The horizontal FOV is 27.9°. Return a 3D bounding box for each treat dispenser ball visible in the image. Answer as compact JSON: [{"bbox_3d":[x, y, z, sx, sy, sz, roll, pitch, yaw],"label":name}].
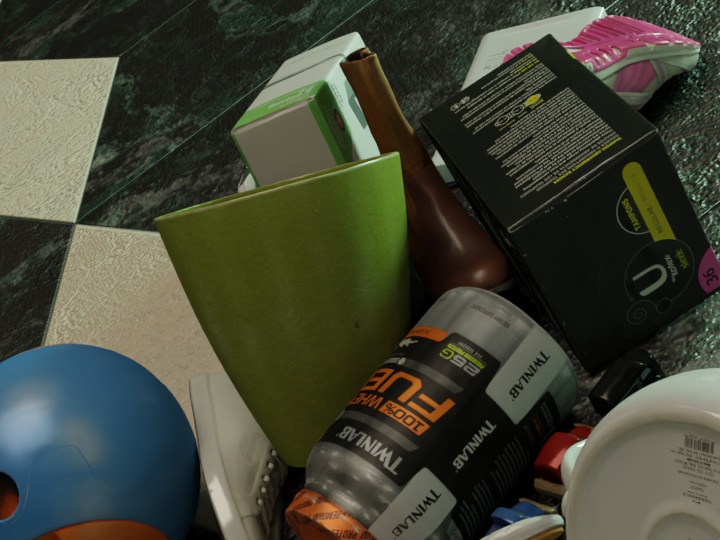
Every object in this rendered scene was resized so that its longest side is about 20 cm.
[{"bbox_3d":[-0.220,0.156,1.088,0.199,0.202,0.202,-22,35,16],"label":"treat dispenser ball"}]

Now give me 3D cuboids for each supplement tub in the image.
[{"bbox_3d":[0.047,0.119,0.980,0.122,0.123,0.200,14,56,49],"label":"supplement tub"}]

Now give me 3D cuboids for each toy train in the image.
[{"bbox_3d":[0.140,0.129,0.958,0.034,0.046,0.200,13,55,48],"label":"toy train"}]

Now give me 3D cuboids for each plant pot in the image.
[{"bbox_3d":[-0.035,0.034,1.068,0.185,0.202,0.187,-15,5,1],"label":"plant pot"}]

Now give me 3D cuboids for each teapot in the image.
[{"bbox_3d":[0.216,0.138,0.793,0.145,0.201,0.198,-14,-26,-44],"label":"teapot"}]

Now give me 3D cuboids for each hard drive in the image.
[{"bbox_3d":[0.149,-0.163,1.340,0.131,0.025,0.201,-9,40,32],"label":"hard drive"}]

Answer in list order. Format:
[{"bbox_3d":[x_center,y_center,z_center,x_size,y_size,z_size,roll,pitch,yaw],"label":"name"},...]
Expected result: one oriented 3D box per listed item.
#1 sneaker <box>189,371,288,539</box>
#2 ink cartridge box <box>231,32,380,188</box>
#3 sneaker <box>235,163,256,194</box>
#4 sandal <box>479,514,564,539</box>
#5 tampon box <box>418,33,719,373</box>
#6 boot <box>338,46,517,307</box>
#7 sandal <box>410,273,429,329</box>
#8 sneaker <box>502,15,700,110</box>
[{"bbox_3d":[-0.079,0.146,1.101,0.084,0.073,0.201,-11,45,-5],"label":"sneaker"},{"bbox_3d":[-0.024,-0.105,1.261,0.083,0.146,0.200,-20,19,19],"label":"ink cartridge box"},{"bbox_3d":[-0.079,-0.053,1.372,0.076,0.076,0.201,3,43,10],"label":"sneaker"},{"bbox_3d":[0.045,0.220,0.888,0.206,0.079,0.060,-35,67,20],"label":"sandal"},{"bbox_3d":[0.157,-0.056,1.084,0.126,0.150,0.200,-33,33,2],"label":"tampon box"},{"bbox_3d":[0.050,-0.077,1.124,0.068,0.202,0.188,-21,17,1],"label":"boot"},{"bbox_3d":[0.000,0.000,1.242,0.075,0.045,0.200,-32,33,-1],"label":"sandal"},{"bbox_3d":[0.204,-0.157,1.231,0.198,0.089,0.081,-18,33,-25],"label":"sneaker"}]
